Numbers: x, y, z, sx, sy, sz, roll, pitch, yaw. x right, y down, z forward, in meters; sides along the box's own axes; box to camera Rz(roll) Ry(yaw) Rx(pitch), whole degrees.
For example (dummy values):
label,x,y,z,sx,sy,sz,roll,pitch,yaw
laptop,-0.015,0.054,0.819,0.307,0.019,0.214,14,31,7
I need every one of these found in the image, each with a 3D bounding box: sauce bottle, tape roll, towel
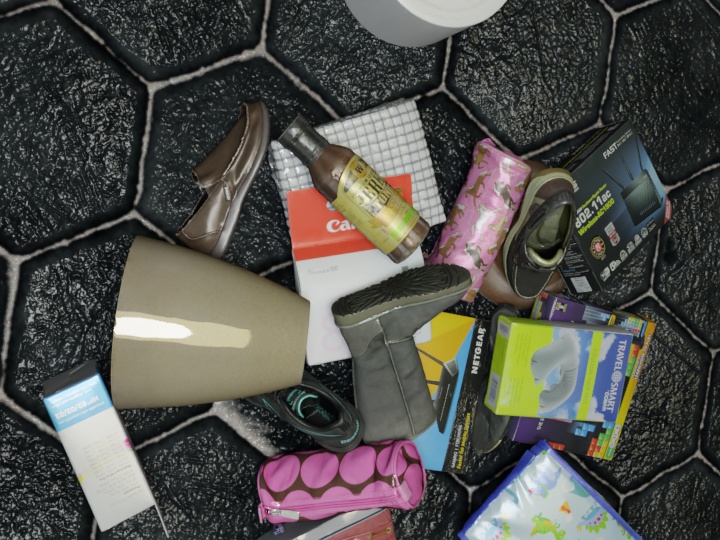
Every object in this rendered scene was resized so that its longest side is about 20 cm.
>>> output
label,x,y,z,sx,sy,sz,roll,pitch,yaw
sauce bottle,-0.010,-0.094,1.050,0.199,0.065,0.065,41,80,-11
tape roll,0.082,-0.386,1.126,0.199,0.139,0.207,-1,93,-20
towel,-0.009,-0.107,1.138,0.197,0.086,0.168,-19,107,-12

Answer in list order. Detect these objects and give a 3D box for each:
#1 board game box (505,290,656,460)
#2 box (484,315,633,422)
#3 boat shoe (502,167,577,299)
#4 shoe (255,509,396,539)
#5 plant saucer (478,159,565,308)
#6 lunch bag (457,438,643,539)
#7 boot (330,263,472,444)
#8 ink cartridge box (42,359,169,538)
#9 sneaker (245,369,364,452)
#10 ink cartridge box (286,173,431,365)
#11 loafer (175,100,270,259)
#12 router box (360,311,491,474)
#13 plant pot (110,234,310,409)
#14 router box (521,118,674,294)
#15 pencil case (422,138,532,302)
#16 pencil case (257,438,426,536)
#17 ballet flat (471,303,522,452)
label,x,y,z,sx,sy,sz,roll,pitch,yaw
board game box,0.293,0.143,1.253,0.163,0.057,0.203,13,98,-20
box,0.265,0.129,1.189,0.196,0.048,0.124,6,100,-16
boat shoe,0.222,-0.031,1.142,0.070,0.067,0.203,3,134,-5
shoe,-0.044,0.353,1.157,0.197,0.071,0.092,-19,96,-20
plant saucer,0.225,-0.048,1.248,0.197,0.037,0.204,-1,93,-18
lunch bag,0.242,0.339,1.218,0.170,0.127,0.200,-47,115,0
boot,0.063,0.104,1.087,0.179,0.073,0.203,-16,115,4
ink cartridge box,-0.288,0.211,1.041,0.067,0.115,0.203,-24,100,-16
sneaker,-0.082,0.139,1.090,0.198,0.079,0.076,27,78,18
ink cartridge box,0.000,0.000,1.097,0.160,0.057,0.203,-10,113,-15
loafer,-0.163,-0.111,1.089,0.070,0.073,0.203,21,86,-18
router box,0.080,0.151,1.198,0.147,0.051,0.204,10,89,-17
plant pot,-0.158,0.069,1.020,0.196,0.187,0.191,8,91,-6
router box,0.321,-0.087,1.234,0.200,0.062,0.151,-40,106,-31
pencil case,0.145,-0.062,1.173,0.085,0.083,0.202,25,98,-1
pencil case,-0.024,0.257,1.102,0.197,0.094,0.092,-14,97,18
ballet flat,0.186,0.145,1.236,0.065,0.057,0.204,13,95,23
